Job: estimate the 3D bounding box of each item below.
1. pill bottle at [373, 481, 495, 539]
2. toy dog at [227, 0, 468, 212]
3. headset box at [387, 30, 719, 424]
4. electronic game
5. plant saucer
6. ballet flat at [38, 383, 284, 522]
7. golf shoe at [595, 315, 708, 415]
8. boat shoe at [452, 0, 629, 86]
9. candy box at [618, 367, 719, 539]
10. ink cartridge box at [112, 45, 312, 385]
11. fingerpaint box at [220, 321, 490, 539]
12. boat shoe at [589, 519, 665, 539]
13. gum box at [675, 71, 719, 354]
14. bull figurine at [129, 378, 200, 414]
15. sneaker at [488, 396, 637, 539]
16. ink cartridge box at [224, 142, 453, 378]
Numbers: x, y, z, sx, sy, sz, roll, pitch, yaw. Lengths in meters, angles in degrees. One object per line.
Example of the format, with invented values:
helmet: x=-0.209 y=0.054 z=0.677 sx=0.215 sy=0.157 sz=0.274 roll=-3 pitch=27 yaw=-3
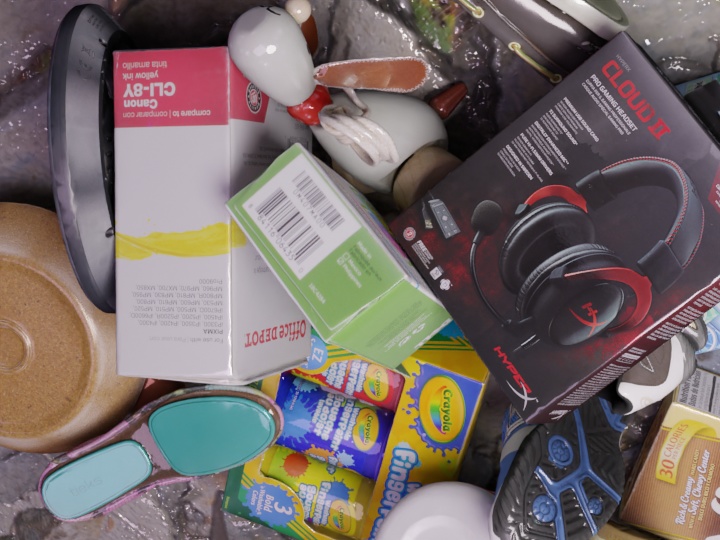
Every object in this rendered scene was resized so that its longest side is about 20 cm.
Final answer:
pill bottle: x=0.094 y=0.216 z=0.964 sx=0.112 sy=0.200 sz=0.113 roll=-9 pitch=70 yaw=25
toy dog: x=0.009 y=-0.110 z=0.844 sx=0.132 sy=0.200 sz=0.096 roll=34 pitch=85 yaw=22
headset box: x=0.141 y=-0.028 z=0.795 sx=0.200 sy=0.075 sz=0.149 roll=-39 pitch=72 yaw=15
electronic game: x=-0.165 y=-0.072 z=0.889 sx=0.041 sy=0.200 sz=0.200 roll=-4 pitch=118 yaw=5
plant saucer: x=-0.256 y=0.051 z=1.007 sx=0.200 sy=0.035 sz=0.201 roll=4 pitch=109 yaw=12
ballet flat: x=-0.142 y=0.124 z=0.996 sx=0.200 sy=0.071 sz=0.069 roll=-25 pitch=99 yaw=16
golf shoe: x=0.119 y=0.025 z=0.883 sx=0.200 sy=0.094 sz=0.078 roll=25 pitch=138 yaw=33
boat shoe: x=0.064 y=-0.184 z=0.822 sx=0.201 sy=0.072 sz=0.061 roll=35 pitch=119 yaw=-6
candy box: x=0.293 y=0.154 z=0.946 sx=0.200 sy=0.055 sz=0.116 roll=20 pitch=124 yaw=7
ink cartridge box: x=-0.091 y=-0.035 z=0.874 sx=0.083 sy=0.145 sz=0.201 roll=0 pitch=92 yaw=17
fingerpaint box: x=-0.003 y=0.115 z=1.013 sx=0.166 sy=0.073 sz=0.200 roll=20 pitch=123 yaw=8
boat shoe: x=0.185 y=0.210 z=0.940 sx=0.073 sy=0.201 sz=0.063 roll=18 pitch=83 yaw=17
gum box: x=0.258 y=-0.044 z=0.853 sx=0.200 sy=0.045 sz=0.170 roll=-16 pitch=112 yaw=25
bull figurine: x=-0.178 y=0.060 z=1.048 sx=0.199 sy=0.065 sz=0.122 roll=17 pitch=116 yaw=2
sneaker: x=0.129 y=0.121 z=0.903 sx=0.076 sy=0.200 sz=0.077 roll=46 pitch=134 yaw=-7
ink cartridge box: x=0.000 y=0.000 z=0.843 sx=0.059 sy=0.200 sz=0.104 roll=-40 pitch=72 yaw=6
